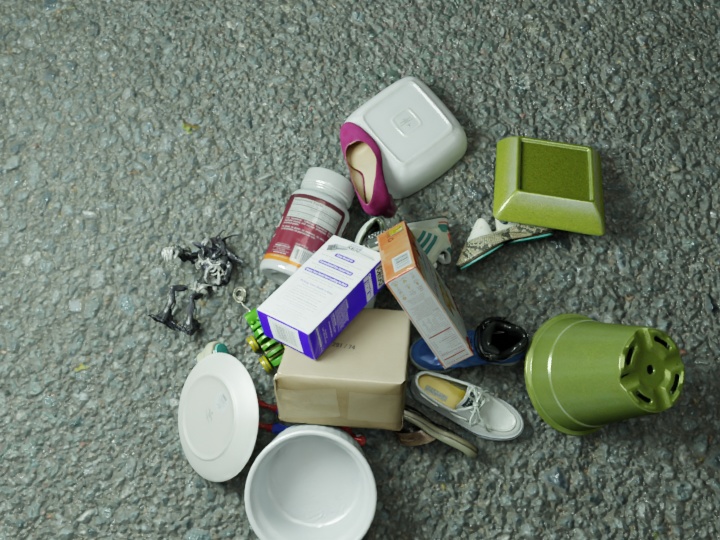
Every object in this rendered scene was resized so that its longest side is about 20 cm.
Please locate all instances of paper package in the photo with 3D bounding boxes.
[{"bbox_3d":[-0.022,0.149,1.199,0.197,0.105,0.192,4,35,5],"label":"paper package"}]

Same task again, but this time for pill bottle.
[{"bbox_3d":[-0.087,-0.070,1.307,0.113,0.114,0.202,20,73,6],"label":"pill bottle"}]

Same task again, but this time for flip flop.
[{"bbox_3d":[0.096,0.266,1.228,0.198,0.081,0.058,27,88,3],"label":"flip flop"}]

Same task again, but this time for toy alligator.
[{"bbox_3d":[-0.168,0.104,1.282,0.059,0.054,0.201,-31,75,-10],"label":"toy alligator"}]

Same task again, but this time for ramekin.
[{"bbox_3d":[-0.073,0.333,1.159,0.197,0.098,0.204,0,95,0],"label":"ramekin"}]

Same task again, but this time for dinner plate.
[{"bbox_3d":[-0.235,0.233,1.194,0.198,0.024,0.203,-7,79,38],"label":"dinner plate"}]

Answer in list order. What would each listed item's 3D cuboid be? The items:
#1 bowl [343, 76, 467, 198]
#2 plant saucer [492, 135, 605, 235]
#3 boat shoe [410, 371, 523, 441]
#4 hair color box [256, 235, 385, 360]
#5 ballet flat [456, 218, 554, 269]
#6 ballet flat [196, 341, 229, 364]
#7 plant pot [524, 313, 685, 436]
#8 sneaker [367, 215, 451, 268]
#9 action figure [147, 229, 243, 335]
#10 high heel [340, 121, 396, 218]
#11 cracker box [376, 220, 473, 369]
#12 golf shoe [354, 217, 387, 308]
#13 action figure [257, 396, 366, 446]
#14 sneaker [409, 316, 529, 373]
[{"bbox_3d":[0.085,-0.258,1.391,0.199,0.075,0.200,-36,76,-12],"label":"bowl"},{"bbox_3d":[0.342,-0.166,1.341,0.197,0.048,0.202,9,53,3],"label":"plant saucer"},{"bbox_3d":[0.178,0.216,1.231,0.200,0.086,0.075,27,74,9],"label":"boat shoe"},{"bbox_3d":[-0.056,0.038,1.184,0.108,0.065,0.200,22,52,31],"label":"hair color box"},{"bbox_3d":[0.248,-0.067,1.330,0.198,0.068,0.076,-20,86,-11],"label":"ballet flat"},{"bbox_3d":[-0.235,0.220,1.248,0.068,0.070,0.202,-13,71,-4],"label":"ballet flat"},{"bbox_3d":[0.389,0.157,1.165,0.197,0.190,0.203,3,80,-19],"label":"plant pot"},{"bbox_3d":[0.094,-0.035,1.279,0.199,0.070,0.095,-14,88,-49],"label":"sneaker"},{"bbox_3d":[-0.280,0.007,1.291,0.118,0.102,0.202,19,74,18],"label":"action figure"},{"bbox_3d":[0.002,-0.184,1.302,0.067,0.096,0.202,-34,71,17],"label":"high heel"},{"bbox_3d":[0.102,0.039,1.182,0.057,0.201,0.135,-27,32,12],"label":"cracker box"},{"bbox_3d":[0.000,0.000,1.295,0.077,0.097,0.203,13,74,3],"label":"golf shoe"},{"bbox_3d":[-0.087,0.258,1.239,0.197,0.052,0.066,14,69,2],"label":"action figure"},{"bbox_3d":[0.181,0.122,1.246,0.197,0.111,0.078,0,67,0],"label":"sneaker"}]
